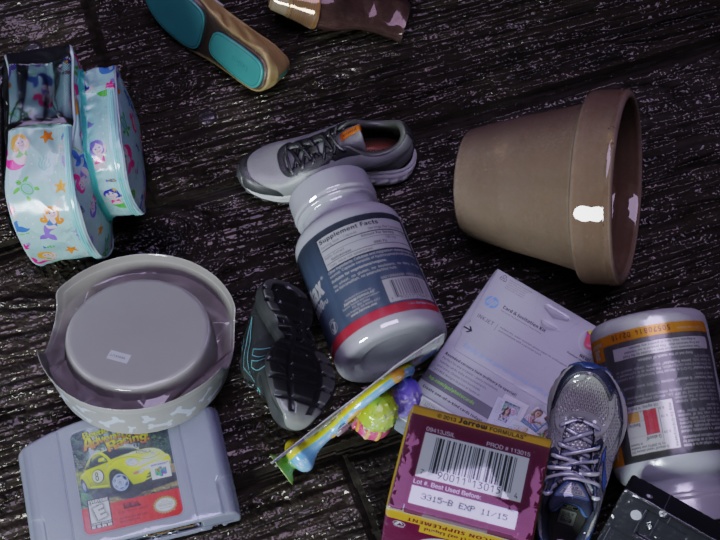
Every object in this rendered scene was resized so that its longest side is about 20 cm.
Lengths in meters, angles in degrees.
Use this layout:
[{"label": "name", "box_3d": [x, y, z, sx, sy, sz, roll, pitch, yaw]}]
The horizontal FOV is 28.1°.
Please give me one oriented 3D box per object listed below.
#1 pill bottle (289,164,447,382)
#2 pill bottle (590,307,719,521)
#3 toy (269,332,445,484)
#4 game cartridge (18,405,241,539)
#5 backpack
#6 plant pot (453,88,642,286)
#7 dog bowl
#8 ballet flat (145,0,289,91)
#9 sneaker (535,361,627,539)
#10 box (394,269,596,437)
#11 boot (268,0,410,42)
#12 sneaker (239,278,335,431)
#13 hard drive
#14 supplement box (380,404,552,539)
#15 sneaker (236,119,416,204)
[{"label": "pill bottle", "box_3d": [0.000, 0.000, 1.461, 0.119, 0.120, 0.201, -16, 62, -11]}, {"label": "pill bottle", "box_3d": [0.292, 0.144, 1.379, 0.115, 0.116, 0.202, -6, 76, -6]}, {"label": "toy", "box_3d": [0.007, 0.140, 1.371, 0.199, 0.115, 0.047, -33, 82, -6]}, {"label": "game cartridge", "box_3d": [-0.225, 0.200, 1.391, 0.198, 0.041, 0.134, -12, 58, -9]}, {"label": "backpack", "box_3d": [-0.298, -0.108, 1.479, 0.149, 0.178, 0.201, -2, 65, 3]}, {"label": "plant pot", "box_3d": [0.193, -0.091, 1.495, 0.173, 0.201, 0.201, 5, 59, 19]}, {"label": "dog bowl", "box_3d": [-0.218, 0.075, 1.423, 0.198, 0.059, 0.201, -1, 47, 1]}, {"label": "ballet flat", "box_3d": [-0.163, -0.273, 1.649, 0.200, 0.069, 0.063, 41, 39, 16]}, {"label": "sneaker", "box_3d": [0.201, 0.184, 1.320, 0.076, 0.202, 0.085, 7, 19, 9]}, {"label": "box", "box_3d": [0.150, 0.116, 1.448, 0.155, 0.041, 0.200, 30, 65, 13]}, {"label": "boot", "box_3d": [-0.021, -0.361, 1.703, 0.165, 0.072, 0.201, 10, 59, -10]}, {"label": "sneaker", "box_3d": [-0.075, 0.095, 1.397, 0.075, 0.080, 0.201, 20, 29, -20]}, {"label": "hard drive", "box_3d": [0.303, 0.292, 1.306, 0.199, 0.140, 0.038, 29, 27, 14]}, {"label": "supplement box", "box_3d": [0.088, 0.218, 1.297, 0.130, 0.200, 0.104, 13, 62, 5]}, {"label": "sneaker", "box_3d": [-0.037, -0.128, 1.554, 0.199, 0.079, 0.074, -11, 64, -7]}]
